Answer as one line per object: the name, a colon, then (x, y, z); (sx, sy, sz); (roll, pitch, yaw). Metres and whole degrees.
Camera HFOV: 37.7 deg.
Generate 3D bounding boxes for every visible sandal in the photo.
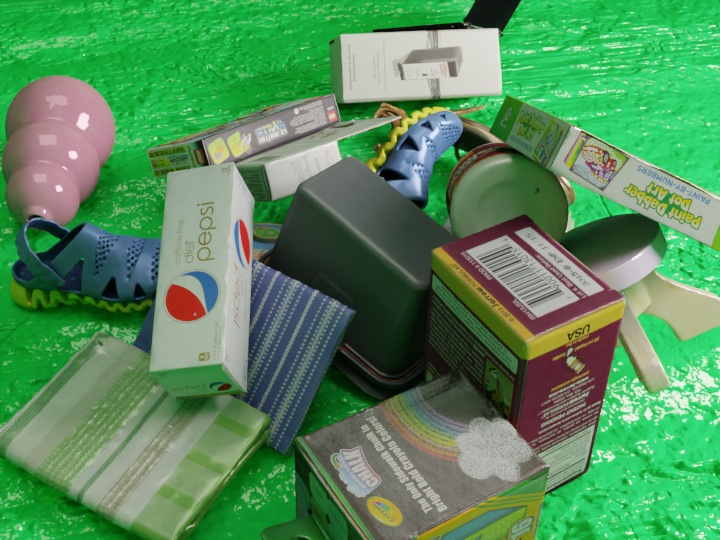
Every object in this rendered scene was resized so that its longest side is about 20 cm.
sandal: (-0.264, -0.010, 1.048); (0.198, 0.088, 0.080); (-3, 38, 5)
sandal: (0.154, -0.119, 1.212); (0.199, 0.080, 0.054); (35, 84, 22)
sandal: (0.044, -0.095, 1.154); (0.200, 0.080, 0.087); (-45, 62, -11)

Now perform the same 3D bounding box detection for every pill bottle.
pill bottle: (0.139, -0.069, 1.041); (0.108, 0.111, 0.200); (3, 12, 2)

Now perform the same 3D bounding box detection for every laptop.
laptop: (0.138, -0.373, 1.405); (0.198, 0.117, 0.187); (1, 8, 23)

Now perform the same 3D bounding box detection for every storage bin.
storage bin: (0.000, 0.000, 0.982); (0.200, 0.135, 0.145); (40, 48, 20)

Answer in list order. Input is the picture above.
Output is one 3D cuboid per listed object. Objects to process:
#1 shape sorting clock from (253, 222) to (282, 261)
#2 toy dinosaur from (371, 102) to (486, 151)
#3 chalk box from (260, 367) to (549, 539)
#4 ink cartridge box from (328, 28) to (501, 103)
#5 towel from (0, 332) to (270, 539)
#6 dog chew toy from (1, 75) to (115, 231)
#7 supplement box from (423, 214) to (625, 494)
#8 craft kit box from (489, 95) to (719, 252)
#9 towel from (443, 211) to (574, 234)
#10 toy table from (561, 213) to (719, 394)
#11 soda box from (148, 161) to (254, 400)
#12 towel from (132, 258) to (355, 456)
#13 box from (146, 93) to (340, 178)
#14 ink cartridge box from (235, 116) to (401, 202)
shape sorting clock: (-0.114, 0.011, 1.078); (0.198, 0.040, 0.201); (1, 39, -1)
toy dinosaur: (0.065, -0.168, 1.302); (0.106, 0.060, 0.200); (37, 49, -2)
chalk box: (0.025, 0.187, 0.803); (0.199, 0.125, 0.125); (-21, 45, -23)
ink cartridge box: (0.065, -0.257, 1.332); (0.198, 0.084, 0.147); (-4, 9, -7)
towel: (-0.195, 0.144, 0.905); (0.199, 0.031, 0.149); (23, 53, 23)
dog chew toy: (-0.344, -0.126, 1.180); (0.123, 0.125, 0.201); (0, 47, -2)
supplement box: (0.128, 0.079, 0.874); (0.102, 0.201, 0.131); (-20, 44, -24)
craft kit box: (0.228, -0.086, 0.928); (0.196, 0.049, 0.200); (26, 11, -13)
towel: (0.152, -0.012, 1.122); (0.148, 0.031, 0.201); (9, 40, 8)
toy table: (0.227, 0.031, 0.953); (0.183, 0.118, 0.200); (-23, 11, 18)
soda box: (-0.136, 0.008, 0.922); (0.067, 0.064, 0.202); (-7, 59, 10)
towel: (-0.113, 0.062, 0.961); (0.199, 0.146, 0.024); (25, 0, 25)
box: (-0.129, -0.153, 1.191); (0.109, 0.035, 0.199); (-2, 20, 46)
ink cartridge box: (-0.068, -0.124, 1.171); (0.172, 0.044, 0.200); (-21, 14, -25)
